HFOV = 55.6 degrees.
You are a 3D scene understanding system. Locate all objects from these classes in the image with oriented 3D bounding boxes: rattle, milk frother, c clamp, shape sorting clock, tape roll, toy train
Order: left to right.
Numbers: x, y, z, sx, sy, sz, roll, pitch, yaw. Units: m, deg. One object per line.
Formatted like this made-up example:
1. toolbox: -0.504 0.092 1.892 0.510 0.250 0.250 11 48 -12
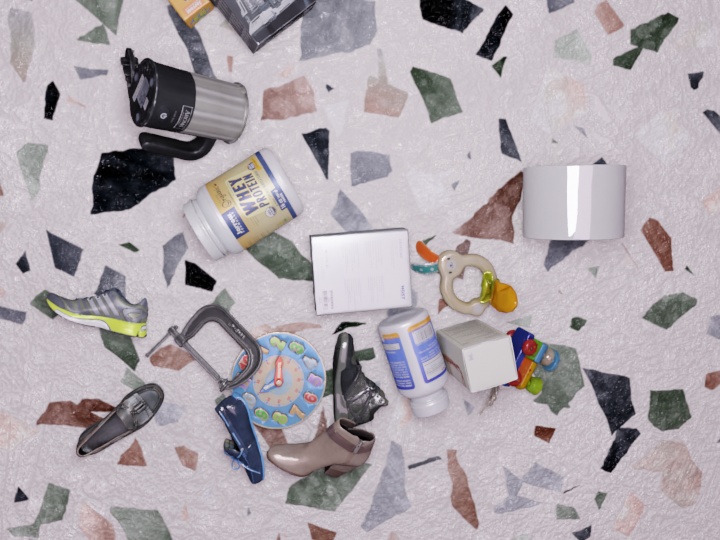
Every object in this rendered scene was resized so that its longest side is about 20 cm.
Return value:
1. milk frother: -0.339 -0.330 1.277 0.186 0.180 0.204 4 63 -41
2. c clamp: -0.300 0.163 1.361 0.199 0.027 0.172 37 81 6
3. shape sorting clock: -0.167 0.226 1.395 0.195 0.039 0.205 -1 96 -7
4. rattle: 0.201 0.019 1.377 0.199 0.143 0.130 38 109 -15
5. toy train: 0.336 0.234 1.447 0.114 0.085 0.203 26 92 -22
6. tape roll: 0.422 -0.135 1.355 0.198 0.203 0.143 -2 96 -7

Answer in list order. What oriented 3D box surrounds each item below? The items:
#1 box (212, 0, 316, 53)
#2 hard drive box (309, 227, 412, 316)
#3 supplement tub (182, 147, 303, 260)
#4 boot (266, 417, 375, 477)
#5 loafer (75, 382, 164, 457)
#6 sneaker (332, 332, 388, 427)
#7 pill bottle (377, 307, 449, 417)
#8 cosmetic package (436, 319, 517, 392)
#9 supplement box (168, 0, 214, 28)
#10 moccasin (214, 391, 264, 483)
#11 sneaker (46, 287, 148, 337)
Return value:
1. box: -0.204 -0.541 1.287 0.157 0.050 0.201 -42 100 -19
2. hard drive box: 0.000 0.000 1.375 0.195 0.077 0.160 -4 96 -7
3. supplement tub: -0.223 -0.123 1.300 0.198 0.144 0.146 -32 99 -3
4. boot: -0.072 0.352 1.378 0.197 0.071 0.147 19 124 -26
5. loafer: -0.474 0.303 1.350 0.199 0.063 0.072 -38 99 -2
6. sneaker: -0.002 0.222 1.400 0.112 0.076 0.204 -3 99 -9
7. pill bottle: 0.115 0.189 1.392 0.110 0.112 0.204 -19 98 -5
8. cosmetic package: 0.227 0.165 1.359 0.101 0.200 0.089 -14 96 -5
9. supplement box: -0.362 -0.561 1.277 0.066 0.069 0.201 -38 102 0
10. moccasin: -0.247 0.341 1.368 0.067 0.080 0.204 -23 108 -28
11. sneaker: -0.505 0.069 1.327 0.196 0.074 0.083 16 84 -15
